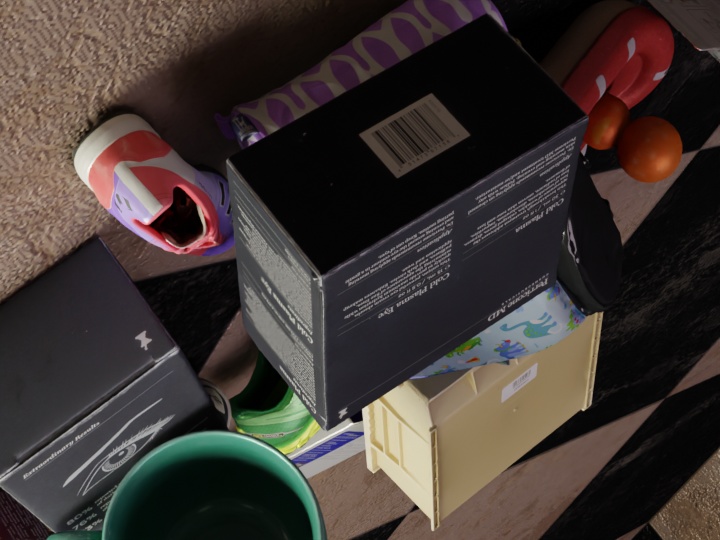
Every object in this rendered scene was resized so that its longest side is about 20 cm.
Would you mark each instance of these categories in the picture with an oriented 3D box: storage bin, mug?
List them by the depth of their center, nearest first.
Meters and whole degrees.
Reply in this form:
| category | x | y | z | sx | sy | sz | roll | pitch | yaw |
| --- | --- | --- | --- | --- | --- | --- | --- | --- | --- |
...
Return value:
| category | x | y | z | sx | sy | sz | roll | pitch | yaw |
| --- | --- | --- | --- | --- | --- | --- | --- | --- | --- |
| mug | -0.111 | 0.194 | 1.119 | 0.153 | 0.183 | 0.115 | -59 | 167 | -18 |
| storage bin | 0.105 | 0.093 | 1.373 | 0.199 | 0.094 | 0.200 | -34 | 148 | -20 |

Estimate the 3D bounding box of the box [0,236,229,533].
| category | x | y | z | sx | sy | sz | roll | pitch | yaw |
| --- | --- | --- | --- | --- | --- | --- | --- | --- | --- |
| box | -0.190 | 0.091 | 1.104 | 0.147 | 0.105 | 0.200 | -35 | 158 | -10 |

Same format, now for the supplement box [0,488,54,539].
| category | x | y | z | sx | sy | sz | roll | pitch | yaw |
| --- | --- | --- | --- | --- | --- | --- | --- | --- | --- |
| supplement box | -0.297 | 0.229 | 1.187 | 0.086 | 0.111 | 0.200 | -42 | 158 | 11 |

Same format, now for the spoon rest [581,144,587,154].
| category | x | y | z | sx | sy | sz | roll | pitch | yaw |
| --- | --- | --- | --- | --- | --- | --- | --- | --- | --- |
| spoon rest | 0.120 | -0.056 | 1.364 | 0.200 | 0.061 | 0.099 | -47 | 127 | 10 |

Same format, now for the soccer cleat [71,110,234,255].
| category | x | y | z | sx | sy | sz | roll | pitch | yaw |
| --- | --- | --- | --- | --- | --- | --- | --- | --- | --- |
| soccer cleat | -0.116 | -0.035 | 1.020 | 0.068 | 0.073 | 0.200 | -40 | 158 | 2 |

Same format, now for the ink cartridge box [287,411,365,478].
| category | x | y | z | sx | sy | sz | roll | pitch | yaw |
| --- | --- | --- | --- | --- | --- | --- | --- | --- | --- |
| ink cartridge box | -0.039 | 0.159 | 1.484 | 0.199 | 0.040 | 0.099 | -28 | 160 | 27 |

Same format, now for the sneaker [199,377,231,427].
| category | x | y | z | sx | sy | sz | roll | pitch | yaw |
| --- | --- | --- | --- | --- | --- | --- | --- | --- | --- |
| sneaker | -0.165 | 0.179 | 1.244 | 0.200 | 0.079 | 0.130 | -53 | -174 | -4 |

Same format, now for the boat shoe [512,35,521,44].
| category | x | y | z | sx | sy | sz | roll | pitch | yaw |
| --- | --- | --- | --- | --- | --- | --- | --- | --- | --- |
| boat shoe | 0.067 | -0.100 | 1.198 | 0.071 | 0.068 | 0.201 | -24 | 154 | -36 |

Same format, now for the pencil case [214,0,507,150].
| category | x | y | z | sx | sy | sz | roll | pitch | yaw |
| --- | --- | --- | --- | --- | --- | --- | --- | --- | --- |
| pencil case | 0.005 | -0.118 | 1.039 | 0.199 | 0.086 | 0.084 | -32 | 143 | -15 |

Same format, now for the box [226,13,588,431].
| category | x | y | z | sx | sy | sz | roll | pitch | yaw |
| --- | --- | --- | --- | --- | --- | --- | --- | --- | --- |
| box | 0.027 | -0.027 | 0.994 | 0.199 | 0.104 | 0.183 | -31 | 151 | -19 |

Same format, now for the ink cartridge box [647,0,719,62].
| category | x | y | z | sx | sy | sz | roll | pitch | yaw |
| --- | --- | --- | --- | --- | --- | --- | --- | --- | --- |
| ink cartridge box | 0.228 | -0.195 | 1.149 | 0.199 | 0.163 | 0.050 | -12 | 145 | -49 |

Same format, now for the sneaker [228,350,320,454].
| category | x | y | z | sx | sy | sz | roll | pitch | yaw |
| --- | --- | --- | --- | --- | --- | --- | --- | --- | --- |
| sneaker | -0.035 | 0.065 | 1.335 | 0.201 | 0.074 | 0.083 | -53 | 132 | -4 |

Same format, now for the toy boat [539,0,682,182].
| category | x | y | z | sx | sy | sz | roll | pitch | yaw |
| --- | --- | --- | --- | --- | --- | --- | --- | --- | --- |
| toy boat | 0.196 | -0.118 | 1.255 | 0.200 | 0.130 | 0.131 | -50 | 168 | -33 |

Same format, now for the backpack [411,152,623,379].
| category | x | y | z | sx | sy | sz | roll | pitch | yaw |
| --- | --- | --- | --- | --- | --- | --- | --- | --- | --- |
| backpack | 0.081 | -0.002 | 1.188 | 0.164 | 0.198 | 0.155 | 55 | 41 | -51 |
